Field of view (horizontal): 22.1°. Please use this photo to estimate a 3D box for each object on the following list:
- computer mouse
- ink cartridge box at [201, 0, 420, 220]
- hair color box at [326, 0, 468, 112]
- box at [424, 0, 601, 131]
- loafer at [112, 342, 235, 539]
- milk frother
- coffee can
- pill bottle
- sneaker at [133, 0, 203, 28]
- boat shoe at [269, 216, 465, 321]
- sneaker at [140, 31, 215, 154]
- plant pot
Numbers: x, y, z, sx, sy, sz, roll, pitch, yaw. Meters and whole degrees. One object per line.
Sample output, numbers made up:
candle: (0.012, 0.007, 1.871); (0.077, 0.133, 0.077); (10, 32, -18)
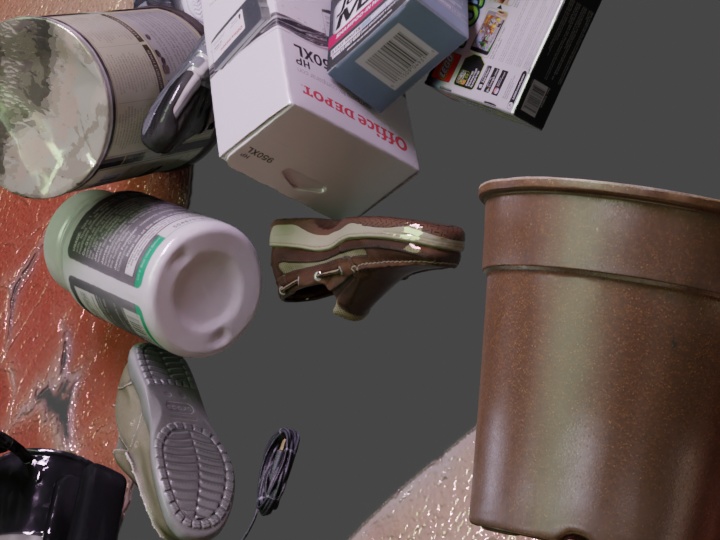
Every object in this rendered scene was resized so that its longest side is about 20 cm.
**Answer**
computer mouse: (-0.084, 0.215, 1.391); (0.059, 0.034, 0.202); (4, 69, 67)
ink cartridge box: (-0.042, -0.158, 1.431); (0.084, 0.144, 0.202); (-34, 49, 32)
hair color box: (0.029, -0.228, 1.415); (0.099, 0.060, 0.201); (-38, 33, 33)
box: (0.130, -0.211, 1.348); (0.110, 0.035, 0.202); (27, 93, 51)
loafer: (-0.154, 0.148, 1.476); (0.070, 0.075, 0.201); (-56, 34, 30)
milk frother: (-0.292, 0.222, 1.441); (0.181, 0.198, 0.189); (118, 164, -49)
coffee can: (-0.219, -0.145, 1.546); (0.145, 0.200, 0.148); (5, 101, 24)
pill bottle: (-0.179, -0.004, 1.536); (0.199, 0.113, 0.114); (20, 87, 51)
sneaker: (-0.195, -0.233, 1.696); (0.114, 0.075, 0.200); (-53, 43, 12)
boat shoe: (0.005, 0.001, 1.369); (0.202, 0.074, 0.076); (1, 86, 55)
sneaker: (-0.091, -0.142, 1.493); (0.075, 0.115, 0.201); (-39, 18, 47)
plant pot: (0.153, 0.064, 1.078); (0.199, 0.199, 0.200); (2, 81, 49)
